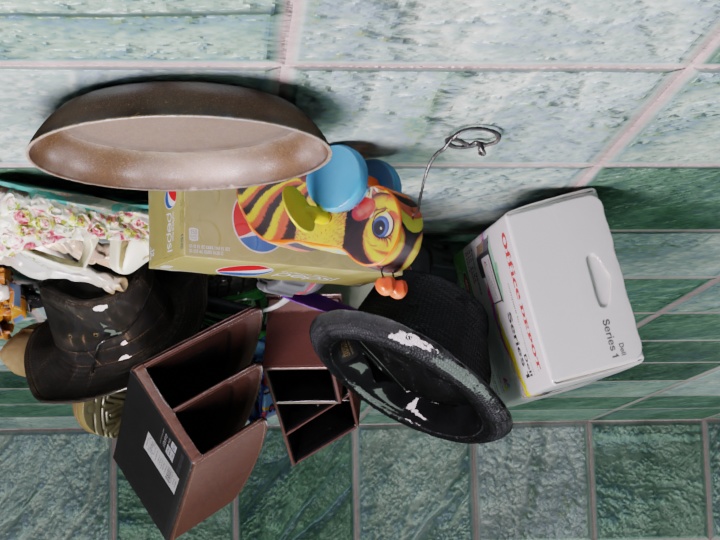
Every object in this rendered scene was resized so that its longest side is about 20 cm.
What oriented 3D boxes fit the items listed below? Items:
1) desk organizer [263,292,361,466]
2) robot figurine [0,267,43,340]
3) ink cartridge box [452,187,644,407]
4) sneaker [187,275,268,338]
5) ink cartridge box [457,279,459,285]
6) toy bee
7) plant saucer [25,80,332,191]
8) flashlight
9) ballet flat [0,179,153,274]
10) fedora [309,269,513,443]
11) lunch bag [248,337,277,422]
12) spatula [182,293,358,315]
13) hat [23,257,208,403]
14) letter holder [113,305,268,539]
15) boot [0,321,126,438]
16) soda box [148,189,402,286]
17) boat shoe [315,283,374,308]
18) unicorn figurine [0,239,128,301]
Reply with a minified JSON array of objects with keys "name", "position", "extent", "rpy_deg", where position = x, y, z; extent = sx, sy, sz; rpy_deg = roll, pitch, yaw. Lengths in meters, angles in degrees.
[{"name":"desk organizer","position":[-0.044,0.107,1.590],"extent":[0.071,0.078,0.201],"rpy_deg":[-1,147,7]},{"name":"robot figurine","position":[-0.387,0.032,1.647],"extent":[0.143,0.059,0.200],"rpy_deg":[1,169,-5]},{"name":"ink cartridge box","position":[0.153,0.029,1.410],"extent":[0.083,0.146,0.200],"rpy_deg":[-14,172,-11]},{"name":"sneaker","position":[-0.174,0.046,1.613],"extent":[0.198,0.086,0.078],"rpy_deg":[-7,-160,32]},{"name":"ink cartridge box","position":[0.072,0.057,1.601],"extent":[0.116,0.068,0.199],"rpy_deg":[-30,-166,-23]},{"name":"toy bee","position":[-0.004,-0.034,1.187],"extent":[0.130,0.110,0.199],"rpy_deg":[9,166,-37]},{"name":"plant saucer","position":[-0.117,-0.087,1.091],"extent":[0.198,0.033,0.200],"rpy_deg":[0,170,0]},{"name":"flashlight","position":[0.000,0.000,1.470],"extent":[0.198,0.068,0.068],"rpy_deg":[12,124,-37]},{"name":"ballet flat","position":[-0.203,-0.030,1.302],"extent":[0.198,0.065,0.075],"rpy_deg":[5,-175,-31]},{"name":"fedora","position":[0.056,0.063,1.410],"extent":[0.199,0.092,0.201],"rpy_deg":[23,159,9]},{"name":"lunch bag","position":[-0.143,0.066,1.727],"extent":[0.198,0.095,0.150],"rpy_deg":[23,-166,21]},{"name":"spatula","position":[-0.086,0.030,1.493],"extent":[0.198,0.021,0.056],"rpy_deg":[-2,178,38]},{"name":"hat","position":[-0.238,0.032,1.520],"extent":[0.199,0.202,0.081],"rpy_deg":[-7,133,30]},{"name":"letter holder","position":[-0.130,0.136,1.500],"extent":[0.141,0.101,0.200],"rpy_deg":[-29,162,-25]},{"name":"boot","position":[-0.275,0.102,1.626],"extent":[0.198,0.067,0.174],"rpy_deg":[11,-168,33]},{"name":"soda box","position":[-0.064,-0.031,1.308],"extent":[0.198,0.069,0.064],"rpy_deg":[5,168,-33]},{"name":"boat shoe","position":[-0.030,0.018,1.624],"extent":[0.199,0.071,0.071],"rpy_deg":[-3,-179,32]},{"name":"unicorn figurine","position":[-0.269,-0.010,1.428],"extent":[0.136,0.075,0.200],"rpy_deg":[11,152,-18]}]
